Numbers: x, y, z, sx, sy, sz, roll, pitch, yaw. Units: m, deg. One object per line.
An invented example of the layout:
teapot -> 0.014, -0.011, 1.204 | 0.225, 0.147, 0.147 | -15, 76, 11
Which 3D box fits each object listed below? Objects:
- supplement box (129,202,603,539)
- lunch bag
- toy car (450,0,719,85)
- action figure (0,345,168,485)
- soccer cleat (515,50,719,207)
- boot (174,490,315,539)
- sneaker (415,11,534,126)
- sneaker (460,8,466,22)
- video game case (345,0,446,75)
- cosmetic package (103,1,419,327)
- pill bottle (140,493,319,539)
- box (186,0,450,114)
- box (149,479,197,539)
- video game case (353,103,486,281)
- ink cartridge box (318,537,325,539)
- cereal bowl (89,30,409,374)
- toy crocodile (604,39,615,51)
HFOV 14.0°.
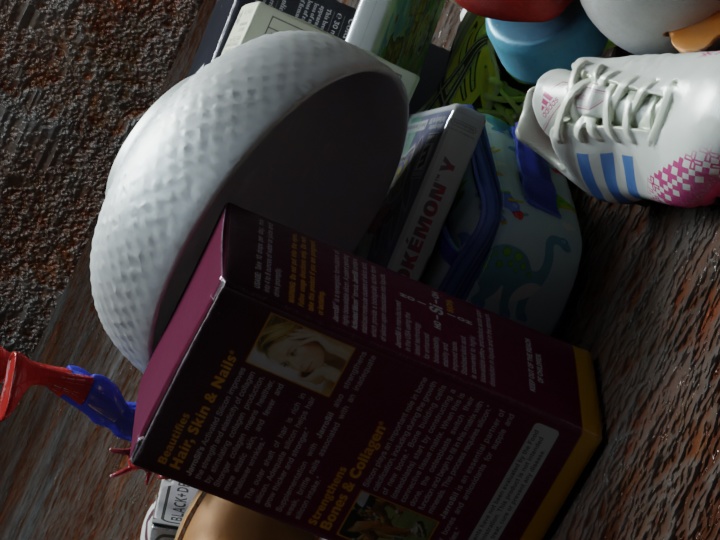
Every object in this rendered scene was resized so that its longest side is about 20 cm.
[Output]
supplement box -> 0.002, 0.065, 1.405 | 0.086, 0.199, 0.111 | -90, 25, -62
lunch bag -> 0.055, 0.004, 1.604 | 0.161, 0.082, 0.200 | -60, 14, 20
toy car -> 0.147, -0.172, 1.427 | 0.177, 0.185, 0.200 | -45, 49, -14
action figure -> -0.095, 0.085, 1.478 | 0.065, 0.199, 0.052 | 0, 76, 64
soccer cleat -> 0.128, -0.069, 1.373 | 0.200, 0.086, 0.070 | 158, 134, -75
boot -> -0.054, 0.183, 1.391 | 0.155, 0.073, 0.201 | 176, 108, -79
sneaker -> 0.068, -0.090, 1.740 | 0.076, 0.075, 0.201 | 150, 140, -73
sneaker -> 0.098, -0.240, 1.829 | 0.078, 0.099, 0.201 | -93, 28, -67
video game case -> 0.008, -0.108, 1.752 | 0.182, 0.022, 0.201 | 14, -84, -81
cosmetic package -> -0.056, -0.037, 1.617 | 0.201, 0.105, 0.071 | -65, 10, -2
pill bottle -> -0.073, 0.158, 1.830 | 0.200, 0.109, 0.110 | 125, 164, -49
box -> -0.035, -0.067, 1.907 | 0.104, 0.181, 0.201 | 147, 145, -72
box -> -0.089, 0.207, 1.551 | 0.117, 0.060, 0.201 | -85, 3, -73
video game case -> 0.000, 0.000, 1.597 | 0.183, 0.023, 0.200 | -67, 13, -5
ink cartridge box -> 0.000, 0.195, 1.501 | 0.200, 0.075, 0.148 | -86, 21, -69
cereal bowl -> -0.068, -0.041, 1.495 | 0.200, 0.083, 0.200 | -43, -23, -23
toy crocodile -> 0.125, -0.167, 1.668 | 0.067, 0.062, 0.200 | -28, 27, 10
